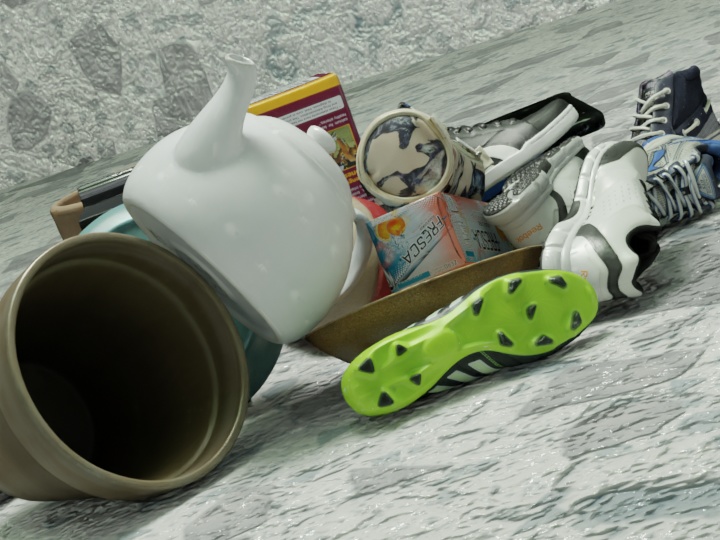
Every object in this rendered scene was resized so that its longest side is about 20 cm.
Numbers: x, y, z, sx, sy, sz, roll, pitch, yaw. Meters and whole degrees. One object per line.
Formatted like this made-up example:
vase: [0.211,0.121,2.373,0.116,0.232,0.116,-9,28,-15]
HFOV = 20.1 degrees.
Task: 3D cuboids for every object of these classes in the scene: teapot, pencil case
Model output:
teapot: [-0.072,-0.048,1.550,0.146,0.197,0.200,-48,5,-11]
pencil case: [0.054,-0.086,1.695,0.089,0.078,0.200,-47,-11,5]

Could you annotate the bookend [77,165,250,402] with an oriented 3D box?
bookend: [-0.172,0.017,1.744,0.092,0.200,0.199,-21,10,0]

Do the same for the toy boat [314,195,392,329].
toy boat: [0.000,0.000,1.801,0.131,0.131,0.200,7,2,-19]

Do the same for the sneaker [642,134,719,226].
sneaker: [0.264,-0.075,1.749,0.085,0.077,0.200,-3,21,35]

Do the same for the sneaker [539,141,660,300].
sneaker: [0.204,-0.034,1.594,0.080,0.074,0.200,0,36,23]

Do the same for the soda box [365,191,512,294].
soda box: [0.071,-0.019,1.666,0.068,0.064,0.200,-23,-8,15]

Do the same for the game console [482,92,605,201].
game console: [0.137,-0.084,1.975,0.200,0.116,0.176,-22,18,-7]

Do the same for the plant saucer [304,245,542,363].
plant saucer: [0.055,0.033,1.588,0.200,0.035,0.200,-21,-6,-2]

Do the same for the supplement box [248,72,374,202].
supplement box: [-0.048,-0.086,2.028,0.110,0.200,0.086,-21,10,-10]

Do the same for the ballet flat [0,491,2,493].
ballet flat: [-0.267,0.136,1.698,0.075,0.068,0.200,-6,11,21]

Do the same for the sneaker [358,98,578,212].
sneaker: [0.089,-0.121,1.830,0.200,0.112,0.073,-36,1,1]

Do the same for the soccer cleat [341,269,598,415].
soccer cleat: [0.077,0.051,1.489,0.200,0.068,0.081,-22,-2,-8]

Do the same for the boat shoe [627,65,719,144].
boat shoe: [0.278,-0.132,1.950,0.075,0.093,0.200,-12,13,38]

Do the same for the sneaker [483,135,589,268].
sneaker: [0.163,-0.054,1.731,0.074,0.080,0.200,-35,6,29]

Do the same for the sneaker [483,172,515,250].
sneaker: [0.119,-0.042,1.852,0.090,0.067,0.200,-13,14,7]

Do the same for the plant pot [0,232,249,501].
plant pot: [-0.211,0.094,1.532,0.200,0.200,0.174,-30,-3,-42]

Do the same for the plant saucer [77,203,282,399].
plant saucer: [-0.160,0.033,1.649,0.200,0.200,0.027,-20,-13,-1]

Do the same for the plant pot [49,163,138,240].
plant pot: [-0.188,-0.019,2.022,0.200,0.175,0.200,-19,11,4]
